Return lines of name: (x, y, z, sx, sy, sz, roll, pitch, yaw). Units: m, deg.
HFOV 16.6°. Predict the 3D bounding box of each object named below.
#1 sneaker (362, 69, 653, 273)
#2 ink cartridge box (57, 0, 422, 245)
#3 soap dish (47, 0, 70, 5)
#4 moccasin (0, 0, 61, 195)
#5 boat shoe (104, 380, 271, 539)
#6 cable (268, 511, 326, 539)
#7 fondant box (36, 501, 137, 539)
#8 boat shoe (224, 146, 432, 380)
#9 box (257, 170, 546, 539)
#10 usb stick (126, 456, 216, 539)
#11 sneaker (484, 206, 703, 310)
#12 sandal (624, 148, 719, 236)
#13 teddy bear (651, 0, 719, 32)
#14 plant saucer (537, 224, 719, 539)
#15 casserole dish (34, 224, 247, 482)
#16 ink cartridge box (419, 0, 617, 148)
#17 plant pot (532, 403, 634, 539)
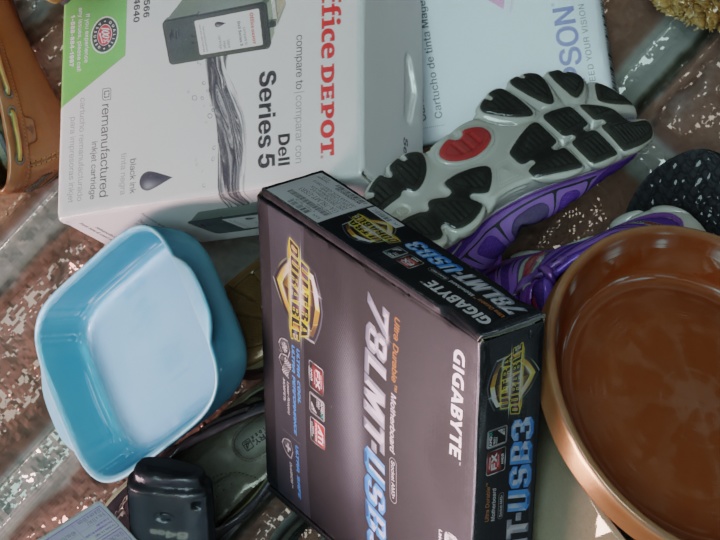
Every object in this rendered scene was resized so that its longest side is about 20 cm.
sneaker: (0.077, -0.046, 1.407, 0.200, 0.084, 0.081, -28, 59, -23)
ink cartridge box: (-0.070, -0.099, 1.443, 0.199, 0.084, 0.146, -7, 73, 23)
soap dish: (-0.162, -0.235, 1.451, 0.081, 0.200, 0.157, 43, 94, -14)
moccasin: (-0.250, -0.136, 1.509, 0.074, 0.078, 0.202, -27, 87, 37)
boat shoe: (-0.105, 0.139, 1.482, 0.200, 0.065, 0.072, -40, 84, 6)
cable: (-0.003, 0.118, 1.443, 0.200, 0.050, 0.097, -38, 74, 27)
fondant box: (-0.129, 0.255, 1.432, 0.200, 0.058, 0.144, 44, 131, 13)
boat shoe: (0.000, 0.000, 1.471, 0.200, 0.072, 0.072, -37, 63, -5)
box: (0.018, 0.074, 1.323, 0.050, 0.198, 0.201, -18, 124, -29)
usb stick: (-0.108, 0.204, 1.455, 0.055, 0.033, 0.201, 9, 116, 21)
sneaker: (0.105, 0.019, 1.419, 0.200, 0.083, 0.081, -31, 79, 31)
sandal: (0.194, 0.028, 1.450, 0.075, 0.045, 0.201, 4, 98, 32)
teddy bear: (0.233, -0.185, 1.450, 0.145, 0.067, 0.200, -38, 76, -4)
plant saucer: (0.179, 0.069, 1.291, 0.200, 0.032, 0.201, 14, 55, -21)
casserole dish: (-0.127, 0.048, 1.456, 0.200, 0.039, 0.121, -37, 72, 49)
ink cartridge box: (0.043, -0.172, 1.485, 0.199, 0.043, 0.197, -10, 86, 7)
plant pot: (0.140, 0.158, 1.375, 0.187, 0.187, 0.200, 48, 133, 8)
